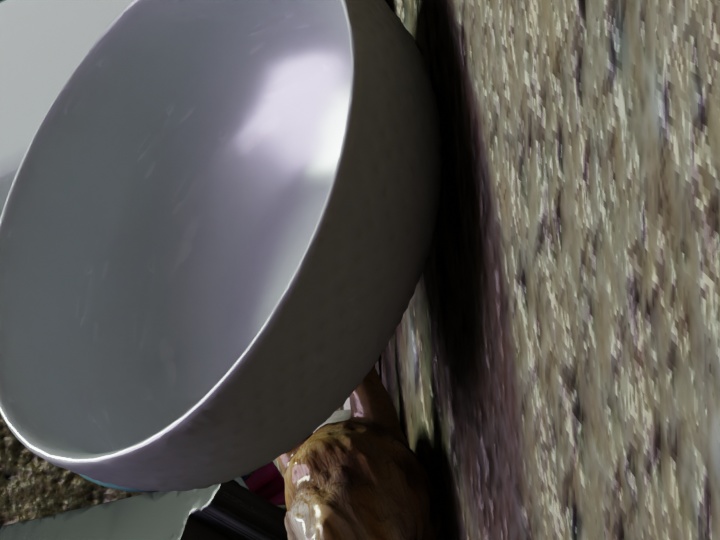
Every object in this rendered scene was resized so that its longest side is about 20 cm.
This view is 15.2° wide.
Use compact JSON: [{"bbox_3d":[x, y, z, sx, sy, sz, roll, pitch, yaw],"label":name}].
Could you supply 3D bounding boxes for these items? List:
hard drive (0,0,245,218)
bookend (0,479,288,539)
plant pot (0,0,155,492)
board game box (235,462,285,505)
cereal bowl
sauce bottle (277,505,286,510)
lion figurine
[{"bbox_3d":[-0.093,-0.089,1.086,0.026,0.199,0.132,59,-171,-35],"label":"hard drive"},{"bbox_3d":[-0.109,0.209,1.198,0.200,0.092,0.199,-18,47,52],"label":"bookend"},{"bbox_3d":[-0.096,-0.012,1.216,0.200,0.199,0.189,-107,4,-60],"label":"plant pot"},{"bbox_3d":[-0.096,0.059,1.484,0.200,0.026,0.200,57,174,4],"label":"board game box"},{"bbox_3d":[-0.042,-0.012,0.953,0.200,0.083,0.201,-29,47,35],"label":"cereal bowl"},{"bbox_3d":[-0.033,0.217,1.327,0.065,0.064,0.201,115,147,-76],"label":"sauce bottle"},{"bbox_3d":[-0.005,0.078,1.048,0.200,0.072,0.123,-38,-73,-82],"label":"lion figurine"}]
